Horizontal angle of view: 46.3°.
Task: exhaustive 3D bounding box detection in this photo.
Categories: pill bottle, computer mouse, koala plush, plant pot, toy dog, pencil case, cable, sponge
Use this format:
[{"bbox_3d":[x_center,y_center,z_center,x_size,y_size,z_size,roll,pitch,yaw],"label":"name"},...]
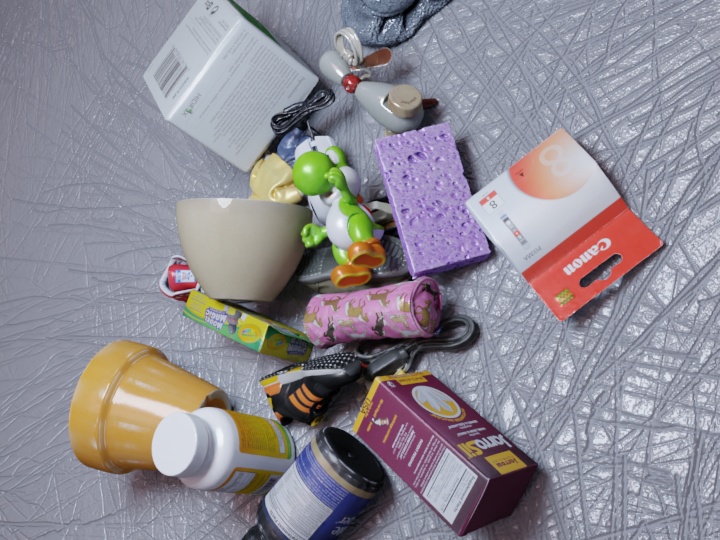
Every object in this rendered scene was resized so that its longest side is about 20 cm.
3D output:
[{"bbox_3d":[-0.191,0.251,1.175,0.110,0.200,0.112,-11,69,30],"label":"pill bottle"},{"bbox_3d":[-0.061,-0.166,1.276,0.109,0.044,0.202,-20,86,4],"label":"computer mouse"},{"bbox_3d":[0.009,-0.452,1.266,0.184,0.200,0.178,-46,56,13],"label":"koala plush"},{"bbox_3d":[-0.068,0.316,1.127,0.200,0.112,0.112,-51,55,10],"label":"pill bottle"},{"bbox_3d":[-0.171,-0.024,1.222,0.199,0.200,0.136,1,86,34],"label":"plant pot"},{"bbox_3d":[0.036,-0.272,1.252,0.201,0.096,0.132,55,151,4],"label":"toy dog"},{"bbox_3d":[0.016,0.060,1.147,0.199,0.087,0.083,-10,42,35],"label":"pencil case"},{"bbox_3d":[0.069,0.112,1.159,0.199,0.050,0.098,-29,43,9],"label":"cable"},{"bbox_3d":[0.096,-0.097,1.149,0.111,0.030,0.202,-13,73,-9],"label":"sponge"},{"bbox_3d":[-0.305,0.222,1.283,0.182,0.200,0.202,10,80,19],"label":"plant pot"}]

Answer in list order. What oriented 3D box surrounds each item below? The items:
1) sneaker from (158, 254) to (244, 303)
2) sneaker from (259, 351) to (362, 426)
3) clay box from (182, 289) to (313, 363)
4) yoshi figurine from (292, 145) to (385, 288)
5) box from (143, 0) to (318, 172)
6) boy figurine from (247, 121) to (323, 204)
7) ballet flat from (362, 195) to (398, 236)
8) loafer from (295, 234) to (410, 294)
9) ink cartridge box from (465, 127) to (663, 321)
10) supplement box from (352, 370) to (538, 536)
[{"bbox_3d":[-0.228,0.009,1.332,0.199,0.112,0.072,-20,63,28],"label":"sneaker"},{"bbox_3d":[-0.059,0.173,1.183,0.199,0.070,0.091,-17,93,45],"label":"sneaker"},{"bbox_3d":[-0.158,0.089,1.259,0.199,0.115,0.048,21,88,37],"label":"clay box"},{"bbox_3d":[-0.040,-0.084,1.138,0.112,0.112,0.201,-21,63,7],"label":"yoshi figurine"},{"bbox_3d":[-0.213,-0.311,1.362,0.200,0.171,0.199,-49,39,10],"label":"box"},{"bbox_3d":[-0.126,-0.141,1.343,0.124,0.064,0.201,36,97,36],"label":"boy figurine"},{"bbox_3d":[0.050,-0.084,1.203,0.199,0.073,0.074,-16,67,29],"label":"ballet flat"},{"bbox_3d":[0.000,0.000,1.214,0.199,0.070,0.076,-3,52,37],"label":"loafer"},{"bbox_3d":[0.249,-0.061,1.055,0.162,0.050,0.201,-37,54,5],"label":"ink cartridge box"},{"bbox_3d":[0.101,0.217,1.035,0.200,0.110,0.086,38,115,36],"label":"supplement box"}]
